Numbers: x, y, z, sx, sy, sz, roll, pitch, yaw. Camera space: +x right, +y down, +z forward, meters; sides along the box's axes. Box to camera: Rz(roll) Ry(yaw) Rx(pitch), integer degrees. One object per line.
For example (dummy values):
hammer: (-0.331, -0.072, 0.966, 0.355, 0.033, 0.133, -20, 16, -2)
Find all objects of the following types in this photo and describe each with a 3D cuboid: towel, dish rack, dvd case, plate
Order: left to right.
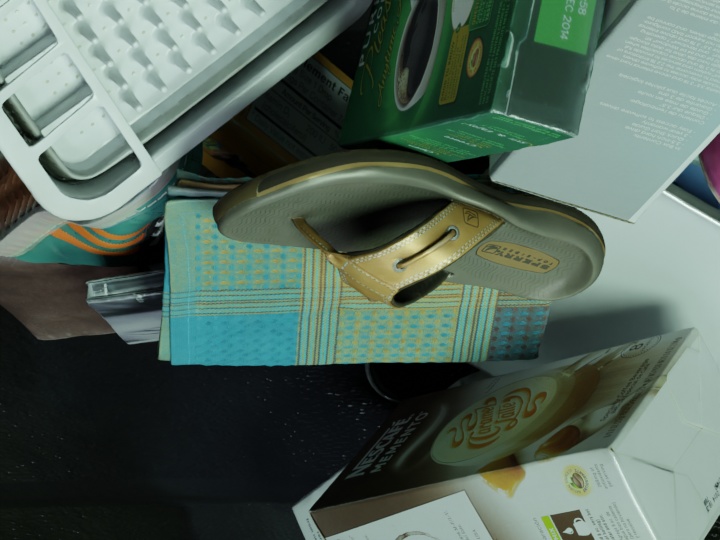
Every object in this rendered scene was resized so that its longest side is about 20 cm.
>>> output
dish rack: (-0.100, -0.137, 1.158, 0.200, 0.044, 0.172, -37, 128, -7)
dvd case: (-0.063, 0.014, 1.377, 0.147, 0.016, 0.200, -8, 173, 0)
towel: (0.000, 0.000, 1.259, 0.198, 0.022, 0.147, -1, 144, -8)
plate: (0.131, 0.010, 1.304, 0.199, 0.032, 0.200, 28, 143, -10)

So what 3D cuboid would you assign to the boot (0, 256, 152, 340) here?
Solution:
boot: (-0.220, -0.004, 1.455, 0.198, 0.073, 0.167, -9, 142, 17)

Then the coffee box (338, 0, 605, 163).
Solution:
coffee box: (0.052, -0.113, 1.127, 0.044, 0.124, 0.200, 15, 173, -18)

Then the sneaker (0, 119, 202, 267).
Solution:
sneaker: (-0.123, -0.044, 1.299, 0.079, 0.072, 0.199, 10, 166, -33)

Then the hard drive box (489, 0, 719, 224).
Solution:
hard drive box: (0.132, -0.141, 1.104, 0.076, 0.157, 0.200, 16, 147, -17)

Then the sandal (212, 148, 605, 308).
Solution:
sandal: (0.028, -0.008, 1.183, 0.199, 0.055, 0.082, 16, 147, -31)

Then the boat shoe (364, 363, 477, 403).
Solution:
boat shoe: (0.053, 0.020, 1.425, 0.073, 0.063, 0.202, 22, 154, -6)

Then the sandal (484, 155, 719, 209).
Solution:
sandal: (0.149, -0.039, 1.349, 0.199, 0.080, 0.087, 33, 99, -20)

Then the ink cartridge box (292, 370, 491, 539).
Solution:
ink cartridge box: (0.076, 0.119, 1.525, 0.145, 0.083, 0.200, -18, 165, -39)

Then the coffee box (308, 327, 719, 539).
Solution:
coffee box: (0.087, 0.109, 1.313, 0.199, 0.114, 0.080, -17, 109, 39)

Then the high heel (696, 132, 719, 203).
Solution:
high heel: (0.219, -0.084, 1.157, 0.096, 0.200, 0.068, -28, 94, 35)

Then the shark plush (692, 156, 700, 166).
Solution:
shark plush: (0.127, -0.084, 1.281, 0.198, 0.092, 0.083, -8, 176, 12)

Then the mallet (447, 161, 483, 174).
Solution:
mallet: (0.138, -0.021, 1.404, 0.199, 0.041, 0.066, 28, 141, -22)

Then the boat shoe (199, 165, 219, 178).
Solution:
boat shoe: (-0.034, -0.032, 1.386, 0.199, 0.065, 0.072, -22, 139, 38)

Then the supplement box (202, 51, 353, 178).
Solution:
supplement box: (-0.079, -0.104, 1.271, 0.066, 0.069, 0.200, 4, 153, 45)
